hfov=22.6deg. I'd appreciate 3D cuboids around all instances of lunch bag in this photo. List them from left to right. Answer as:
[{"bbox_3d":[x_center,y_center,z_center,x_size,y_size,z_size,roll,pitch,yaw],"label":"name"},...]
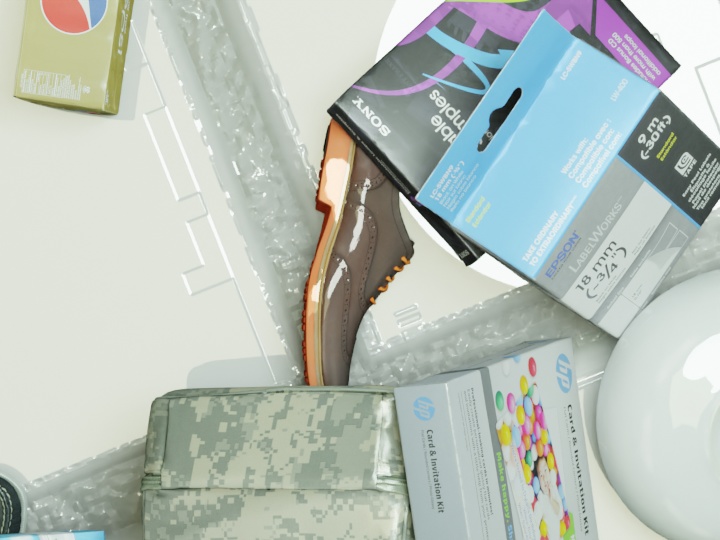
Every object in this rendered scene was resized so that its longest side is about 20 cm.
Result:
[{"bbox_3d":[-0.044,0.168,1.164,0.199,0.139,0.169,-1,73,15],"label":"lunch bag"}]

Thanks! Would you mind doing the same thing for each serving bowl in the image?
[{"bbox_3d":[0.260,0.101,1.198,0.199,0.066,0.201,-1,101,-8],"label":"serving bowl"}]

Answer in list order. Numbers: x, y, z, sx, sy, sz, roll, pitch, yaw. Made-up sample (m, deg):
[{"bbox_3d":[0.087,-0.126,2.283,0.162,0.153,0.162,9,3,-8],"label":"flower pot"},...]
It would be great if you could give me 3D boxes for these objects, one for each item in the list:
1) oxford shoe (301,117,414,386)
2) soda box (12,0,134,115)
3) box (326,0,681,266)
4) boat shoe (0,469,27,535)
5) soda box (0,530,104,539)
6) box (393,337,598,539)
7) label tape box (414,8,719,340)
[{"bbox_3d":[0.000,0.000,1.219,0.072,0.071,0.201,8,92,-4],"label":"oxford shoe"},{"bbox_3d":[-0.184,-0.208,1.215,0.064,0.068,0.201,9,92,1],"label":"soda box"},{"bbox_3d":[0.097,-0.121,1.205,0.200,0.036,0.143,-44,91,-11],"label":"box"},{"bbox_3d":[-0.296,0.229,1.238,0.075,0.060,0.201,28,93,0],"label":"boat shoe"},{"bbox_3d":[-0.269,0.208,1.180,0.199,0.068,0.064,-2,83,-20],"label":"soda box"},{"bbox_3d":[0.093,0.134,1.160,0.041,0.200,0.157,-7,92,28],"label":"box"},{"bbox_3d":[0.144,-0.054,1.153,0.063,0.200,0.144,36,93,39],"label":"label tape box"}]
